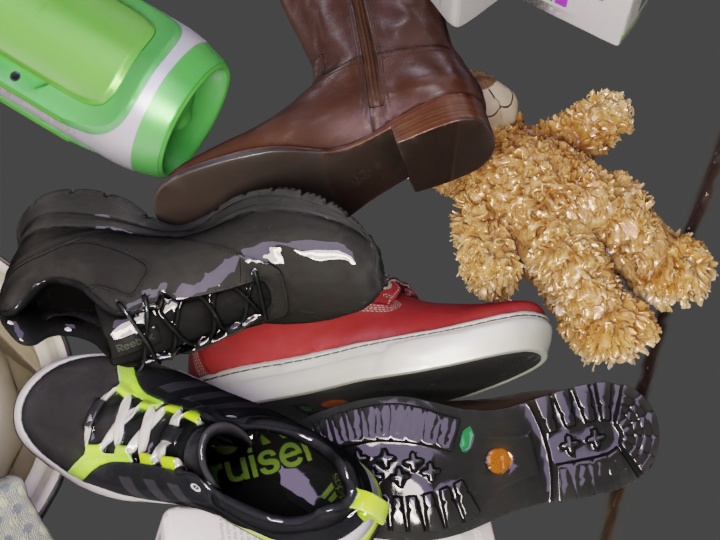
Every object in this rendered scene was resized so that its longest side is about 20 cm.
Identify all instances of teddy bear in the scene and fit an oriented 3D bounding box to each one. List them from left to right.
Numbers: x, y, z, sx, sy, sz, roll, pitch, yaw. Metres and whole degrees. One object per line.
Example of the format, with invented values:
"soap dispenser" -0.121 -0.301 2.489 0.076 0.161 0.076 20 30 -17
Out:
"teddy bear" 0.103 -0.038 1.120 0.144 0.067 0.201 -26 74 -10

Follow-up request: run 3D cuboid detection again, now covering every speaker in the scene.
"speaker" -0.173 -0.131 1.143 0.199 0.089 0.089 31 74 10

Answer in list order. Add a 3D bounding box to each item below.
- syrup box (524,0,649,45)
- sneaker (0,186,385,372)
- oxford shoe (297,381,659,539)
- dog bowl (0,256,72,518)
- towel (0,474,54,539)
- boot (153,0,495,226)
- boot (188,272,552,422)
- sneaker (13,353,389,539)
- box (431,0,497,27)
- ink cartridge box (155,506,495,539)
"syrup box" 0.082 -0.216 1.172 0.199 0.079 0.082 28 73 9
"sneaker" -0.086 0.012 1.020 0.198 0.076 0.091 -2 37 16
"oxford shoe" 0.049 0.100 1.067 0.198 0.084 0.073 -3 85 -5
"dog bowl" -0.241 0.082 1.079 0.198 0.074 0.202 0 72 1
"towel" -0.196 0.218 0.935 0.192 0.034 0.201 -31 112 -22
"boot" -0.031 -0.109 1.118 0.185 0.065 0.201 -12 45 -3
"boot" 0.000 0.000 1.088 0.198 0.072 0.146 -9 69 18
"sneaker" -0.076 0.080 0.997 0.198 0.083 0.072 17 71 10
"box" 0.053 -0.262 1.089 0.152 0.106 0.201 -33 74 -11
"ink cartridge box" -0.005 0.210 1.017 0.175 0.045 0.201 2 50 -17
